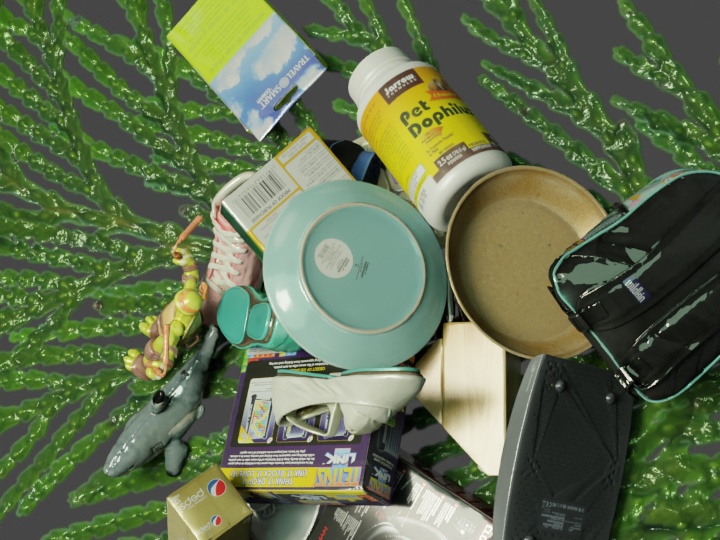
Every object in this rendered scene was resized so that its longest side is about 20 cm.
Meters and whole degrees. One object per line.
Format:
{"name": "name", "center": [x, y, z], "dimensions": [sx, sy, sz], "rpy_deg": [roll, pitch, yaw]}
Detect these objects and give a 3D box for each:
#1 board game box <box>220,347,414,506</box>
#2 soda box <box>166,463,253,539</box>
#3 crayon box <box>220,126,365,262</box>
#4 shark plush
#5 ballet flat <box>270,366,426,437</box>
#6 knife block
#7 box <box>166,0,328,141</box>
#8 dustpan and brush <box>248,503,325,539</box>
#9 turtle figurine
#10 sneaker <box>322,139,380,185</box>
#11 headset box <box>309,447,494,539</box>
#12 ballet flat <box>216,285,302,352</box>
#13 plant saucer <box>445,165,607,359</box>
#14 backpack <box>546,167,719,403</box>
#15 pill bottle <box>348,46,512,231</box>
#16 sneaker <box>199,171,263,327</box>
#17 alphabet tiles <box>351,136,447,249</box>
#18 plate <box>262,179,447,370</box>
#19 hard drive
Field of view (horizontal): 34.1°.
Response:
{"name": "board game box", "center": [-0.047, 0.157, 1.225], "dimensions": [0.198, 0.057, 0.168], "rpy_deg": [-7, 63, 37]}
{"name": "soda box", "center": [-0.159, 0.288, 1.234], "dimensions": [0.064, 0.201, 0.068], "rpy_deg": [-32, 64, -26]}
{"name": "crayon box", "center": [-0.037, -0.031, 1.231], "dimensions": [0.125, 0.052, 0.200], "rpy_deg": [-41, 88, -13]}
{"name": "shark plush", "center": [-0.212, 0.157, 1.341], "dimensions": [0.200, 0.083, 0.091], "rpy_deg": [-44, 67, 9]}
{"name": "ballet flat", "center": [-0.014, 0.129, 1.136], "dimensions": [0.198, 0.069, 0.071], "rpy_deg": [-7, 77, 45]}
{"name": "knife block", "center": [0.138, 0.088, 1.216], "dimensions": [0.176, 0.064, 0.200], "rpy_deg": [-48, 65, 9]}
{"name": "box", "center": [-0.130, -0.255, 1.403], "dimensions": [0.122, 0.048, 0.200], "rpy_deg": [-46, 67, 10]}
{"name": "dustpan and brush", "center": [-0.065, 0.213, 1.279], "dimensions": [0.200, 0.057, 0.140], "rpy_deg": [-42, 63, 5]}
{"name": "turtle figurine", "center": [-0.209, 0.051, 1.329], "dimensions": [0.161, 0.064, 0.202], "rpy_deg": [-42, 36, 52]}
{"name": "sneaker", "center": [-0.046, -0.050, 1.303], "dimensions": [0.077, 0.070, 0.202], "rpy_deg": [19, 79, 20]}
{"name": "headset box", "center": [0.059, 0.286, 1.207], "dimensions": [0.199, 0.075, 0.150], "rpy_deg": [29, 92, 25]}
{"name": "ballet flat", "center": [-0.096, 0.056, 1.247], "dimensions": [0.200, 0.070, 0.068], "rpy_deg": [7, 84, 68]}
{"name": "plant saucer", "center": [0.173, -0.005, 1.192], "dimensions": [0.197, 0.035, 0.203], "rpy_deg": [5, 74, -16]}
{"name": "backpack", "center": [0.297, 0.003, 1.109], "dimensions": [0.199, 0.153, 0.176], "rpy_deg": [-40, 86, 13]}
{"name": "pill bottle", "center": [0.069, -0.146, 1.260], "dimensions": [0.109, 0.109, 0.201], "rpy_deg": [-41, 62, 11]}
{"name": "sneaker", "center": [-0.147, -0.026, 1.333], "dimensions": [0.075, 0.104, 0.202], "rpy_deg": [34, 100, 25]}
{"name": "alphabet tiles", "center": [0.002, -0.046, 1.327], "dimensions": [0.194, 0.015, 0.202], "rpy_deg": [-24, 72, 17]}
{"name": "plate", "center": [0.000, 0.000, 1.178], "dimensions": [0.197, 0.026, 0.203], "rpy_deg": [6, 71, -18]}
{"name": "hard drive", "center": [0.195, 0.190, 1.146], "dimensions": [0.042, 0.133, 0.203], "rpy_deg": [4, 80, 62]}
